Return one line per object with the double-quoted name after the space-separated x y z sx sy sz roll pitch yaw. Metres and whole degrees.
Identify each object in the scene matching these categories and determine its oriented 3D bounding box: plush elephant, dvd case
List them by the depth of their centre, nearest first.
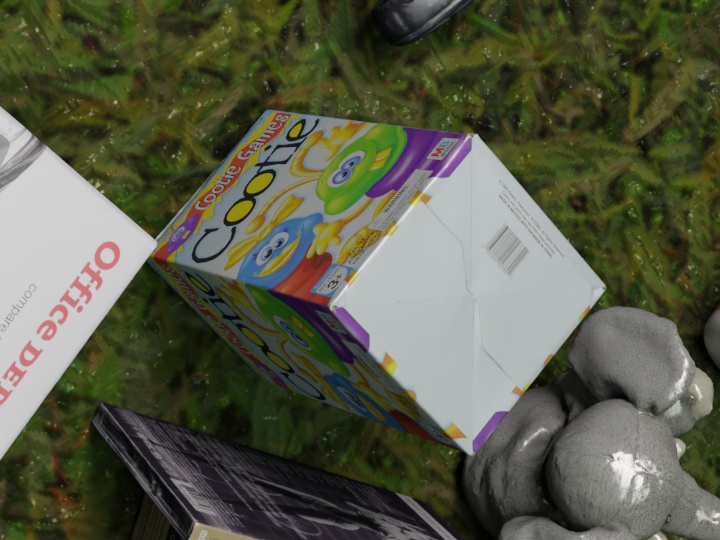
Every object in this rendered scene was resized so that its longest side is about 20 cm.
-0.021 0.122 1.004 0.199 0.149 0.016 20 98 -29 "dvd case"
0.132 0.109 1.080 0.200 0.155 0.165 27 83 -29 "plush elephant"

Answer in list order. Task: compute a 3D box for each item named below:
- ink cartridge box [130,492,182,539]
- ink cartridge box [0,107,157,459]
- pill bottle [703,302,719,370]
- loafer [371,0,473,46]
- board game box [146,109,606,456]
-0.035 0.214 1.049 0.199 0.075 0.165 19 86 -30 "ink cartridge box"
-0.213 -0.019 0.919 0.200 0.084 0.145 42 77 -26 "ink cartridge box"
0.295 -0.008 1.181 0.112 0.112 0.200 45 75 -25 "pill bottle"
0.062 -0.201 1.061 0.070 0.068 0.201 42 72 -16 "loafer"
0.000 0.000 0.970 0.103 0.200 0.105 -50 116 -14 "board game box"
